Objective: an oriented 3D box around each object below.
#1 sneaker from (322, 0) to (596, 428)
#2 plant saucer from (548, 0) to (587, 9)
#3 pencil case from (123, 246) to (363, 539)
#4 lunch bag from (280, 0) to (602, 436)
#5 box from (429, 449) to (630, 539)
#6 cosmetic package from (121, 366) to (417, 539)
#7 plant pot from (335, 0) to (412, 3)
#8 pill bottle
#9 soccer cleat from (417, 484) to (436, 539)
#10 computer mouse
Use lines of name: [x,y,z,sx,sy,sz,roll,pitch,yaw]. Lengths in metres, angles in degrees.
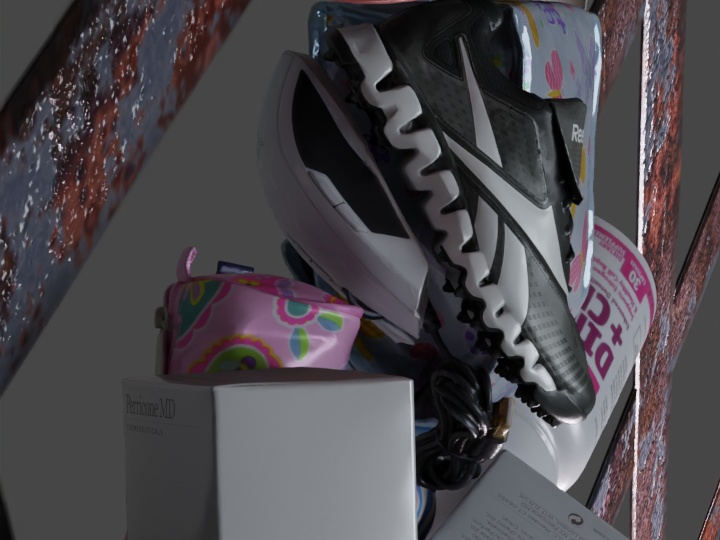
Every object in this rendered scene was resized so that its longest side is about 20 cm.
sneaker: [0.067,-0.031,1.101,0.200,0.090,0.066,62,-3,-7]
plant saucer: [0.088,-0.139,1.452,0.200,0.032,0.201,12,90,-73]
pencil case: [-0.061,0.095,1.062,0.087,0.087,0.201,26,77,-73]
lunch bag: [0.042,-0.028,1.226,0.170,0.127,0.201,-18,108,-71]
box: [0.043,0.218,1.313,0.200,0.106,0.152,-45,169,-47]
cosmetic package: [-0.033,0.138,0.970,0.108,0.085,0.201,175,-88,-66]
plant pot: [0.015,-0.192,0.942,0.177,0.200,0.201,-12,114,-83]
pill bottle: [0.088,0.062,1.451,0.200,0.113,0.114,-58,155,-47]
soccer cleat: [-0.005,0.131,1.280,0.200,0.070,0.087,21,82,-73]
computer mouse: [0.000,0.000,1.108,0.044,0.200,0.110,-27,169,-12]
